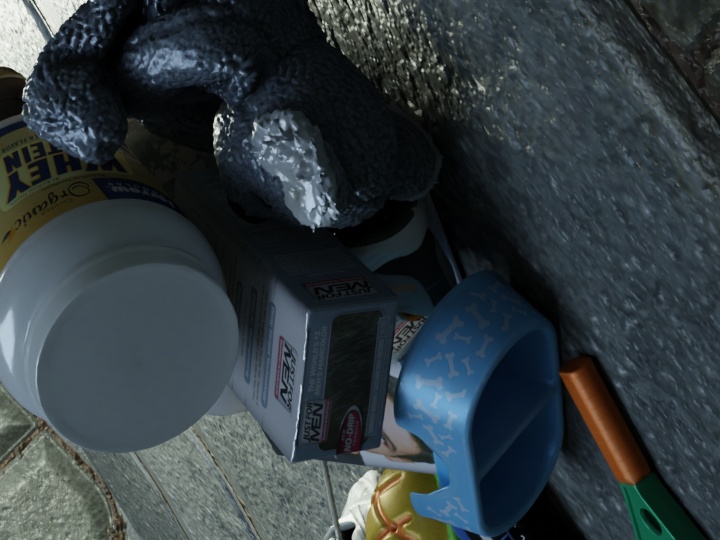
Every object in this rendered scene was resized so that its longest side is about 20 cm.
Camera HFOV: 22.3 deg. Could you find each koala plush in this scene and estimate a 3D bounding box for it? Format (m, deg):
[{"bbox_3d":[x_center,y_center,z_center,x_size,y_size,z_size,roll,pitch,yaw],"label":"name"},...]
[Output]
[{"bbox_3d":[-0.053,-0.101,1.052,0.200,0.184,0.177,43,-158,18],"label":"koala plush"}]

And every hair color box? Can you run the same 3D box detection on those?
[{"bbox_3d":[-0.002,0.080,1.265,0.199,0.061,0.099,-1,126,49],"label":"hair color box"},{"bbox_3d":[-0.053,0.020,1.108,0.200,0.060,0.100,44,134,52],"label":"hair color box"}]

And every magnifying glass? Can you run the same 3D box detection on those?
[{"bbox_3d":[0.175,0.140,1.094,0.201,0.022,0.080,59,163,-12],"label":"magnifying glass"}]

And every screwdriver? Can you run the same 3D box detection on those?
[{"bbox_3d":[-0.037,0.127,1.499,0.029,0.028,0.202,28,-130,-76],"label":"screwdriver"}]

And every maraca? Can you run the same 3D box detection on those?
[{"bbox_3d":[0.055,0.178,1.346,0.137,0.106,0.202,175,87,-75],"label":"maraca"}]

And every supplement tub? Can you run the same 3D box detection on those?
[{"bbox_3d":[-0.165,0.005,1.084,0.200,0.144,0.145,45,160,50],"label":"supplement tub"}]

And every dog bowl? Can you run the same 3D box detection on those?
[{"bbox_3d":[0.078,0.089,1.121,0.049,0.111,0.201,29,150,29],"label":"dog bowl"}]

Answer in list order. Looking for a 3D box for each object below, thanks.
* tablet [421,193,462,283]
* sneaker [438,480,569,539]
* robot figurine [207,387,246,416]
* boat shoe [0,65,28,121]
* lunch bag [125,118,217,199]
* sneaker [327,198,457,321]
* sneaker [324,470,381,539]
[{"bbox_3d":[0.025,-0.025,1.213,0.130,0.014,0.201,31,149,55],"label":"tablet"},{"bbox_3d":[0.121,0.195,1.269,0.078,0.070,0.201,-5,113,46],"label":"sneaker"},{"bbox_3d":[-0.146,0.032,1.553,0.200,0.150,0.125,41,151,5],"label":"robot figurine"},{"bbox_3d":[-0.214,-0.046,1.209,0.076,0.071,0.201,-133,30,-55],"label":"boat shoe"},{"bbox_3d":[-0.152,-0.095,1.305,0.200,0.164,0.118,27,146,54],"label":"lunch bag"},{"bbox_3d":[0.000,0.000,1.186,0.080,0.074,0.200,55,163,-14],"label":"sneaker"},{"bbox_3d":[0.001,0.225,1.562,0.078,0.099,0.200,55,162,5],"label":"sneaker"}]
